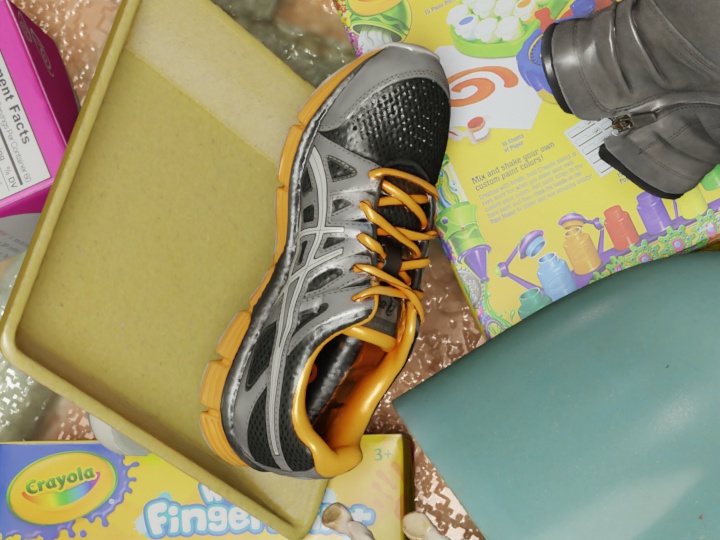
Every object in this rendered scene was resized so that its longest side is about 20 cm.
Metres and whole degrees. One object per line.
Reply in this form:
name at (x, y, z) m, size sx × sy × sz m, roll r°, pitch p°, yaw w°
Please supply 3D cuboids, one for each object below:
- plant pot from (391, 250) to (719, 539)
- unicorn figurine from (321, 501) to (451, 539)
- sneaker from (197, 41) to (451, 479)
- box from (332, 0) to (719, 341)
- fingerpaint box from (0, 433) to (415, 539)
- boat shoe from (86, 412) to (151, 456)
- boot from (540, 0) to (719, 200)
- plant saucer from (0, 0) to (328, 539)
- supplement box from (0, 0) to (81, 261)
plant pot at (0.136, 0.088, 0.957) m, size 0.161 × 0.201 × 0.201 m, roll -37°, pitch 81°, yaw 0°
unicorn figurine at (0.037, 0.155, 0.976) m, size 0.137 × 0.200 × 0.074 m, roll 41°, pitch 89°, yaw -24°
sneaker at (0.000, 0.000, 0.964) m, size 0.077 × 0.078 × 0.201 m, roll 22°, pitch 95°, yaw 52°
box at (0.115, -0.087, 1.066) m, size 0.199 × 0.122 × 0.193 m, roll -24°, pitch 81°, yaw 3°
fingerpaint box at (-0.073, 0.165, 1.080) m, size 0.199 × 0.073 × 0.168 m, roll -1°, pitch 83°, yaw 6°
boat shoe at (-0.095, 0.001, 1.088) m, size 0.071 × 0.070 × 0.201 m, roll 3°, pitch 57°, yaw 33°
boot at (0.181, -0.062, 0.952) m, size 0.200 × 0.070 × 0.131 m, roll 44°, pitch 132°, yaw -17°
plant saucer at (-0.075, -0.005, 1.015) m, size 0.048 × 0.200 × 0.201 m, roll -5°, pitch 58°, yaw 42°
supplement box at (-0.235, -0.042, 1.109) m, size 0.199 × 0.101 × 0.104 m, roll -23°, pitch 81°, yaw 2°
